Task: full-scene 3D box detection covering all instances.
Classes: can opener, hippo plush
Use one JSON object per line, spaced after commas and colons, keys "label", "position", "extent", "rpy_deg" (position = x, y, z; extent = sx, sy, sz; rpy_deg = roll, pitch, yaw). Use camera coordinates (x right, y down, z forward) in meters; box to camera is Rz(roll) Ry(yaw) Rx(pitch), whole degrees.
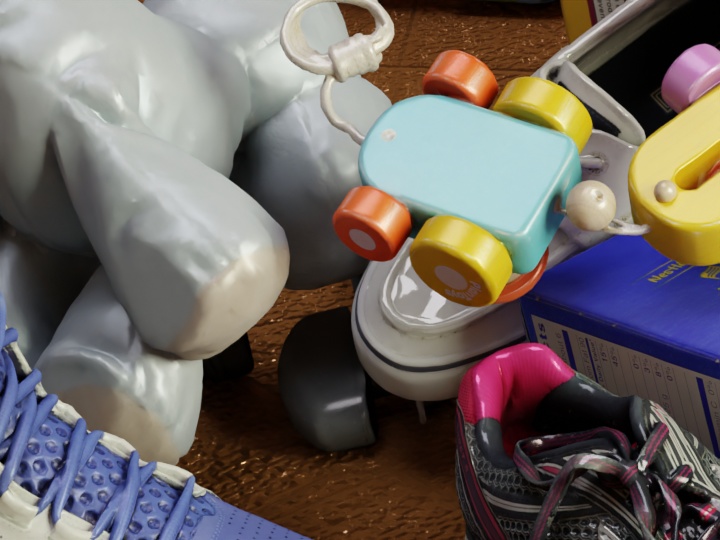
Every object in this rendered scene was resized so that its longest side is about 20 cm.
{"label": "can opener", "position": [0.000, 0.000, 1.074], "extent": [0.066, 0.053, 0.200], "rpy_deg": [-12, 22, 3]}
{"label": "hippo plush", "position": [-0.076, -0.040, 0.983], "extent": [0.159, 0.200, 0.161], "rpy_deg": [-33, -5, 38]}

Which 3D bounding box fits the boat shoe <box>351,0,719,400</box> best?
{"label": "boat shoe", "position": [0.075, -0.039, 0.962], "extent": [0.200, 0.066, 0.072], "rpy_deg": [-36, 63, -9]}

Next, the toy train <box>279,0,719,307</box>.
{"label": "toy train", "position": [0.082, -0.054, 0.909], "extent": [0.199, 0.056, 0.151], "rpy_deg": [-14, 53, 2]}

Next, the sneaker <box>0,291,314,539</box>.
{"label": "sneaker", "position": [-0.105, 0.060, 0.849], "extent": [0.199, 0.116, 0.081], "rpy_deg": [13, 36, 11]}

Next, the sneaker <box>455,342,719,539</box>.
{"label": "sneaker", "position": [0.083, 0.081, 0.805], "extent": [0.080, 0.075, 0.200], "rpy_deg": [-24, 25, -26]}

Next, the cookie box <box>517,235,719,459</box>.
{"label": "cookie box", "position": [0.177, 0.022, 0.892], "extent": [0.171, 0.075, 0.200], "rpy_deg": [-26, 25, -27]}

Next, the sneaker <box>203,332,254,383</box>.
{"label": "sneaker", "position": [-0.107, 0.009, 1.110], "extent": [0.104, 0.060, 0.200], "rpy_deg": [-15, 17, -8]}

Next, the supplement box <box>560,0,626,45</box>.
{"label": "supplement box", "position": [0.184, -0.136, 1.200], "extent": [0.199, 0.131, 0.103], "rpy_deg": [6, 28, 37]}

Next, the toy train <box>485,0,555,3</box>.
{"label": "toy train", "position": [0.036, -0.191, 1.435], "extent": [0.199, 0.115, 0.087], "rpy_deg": [7, 26, 39]}
